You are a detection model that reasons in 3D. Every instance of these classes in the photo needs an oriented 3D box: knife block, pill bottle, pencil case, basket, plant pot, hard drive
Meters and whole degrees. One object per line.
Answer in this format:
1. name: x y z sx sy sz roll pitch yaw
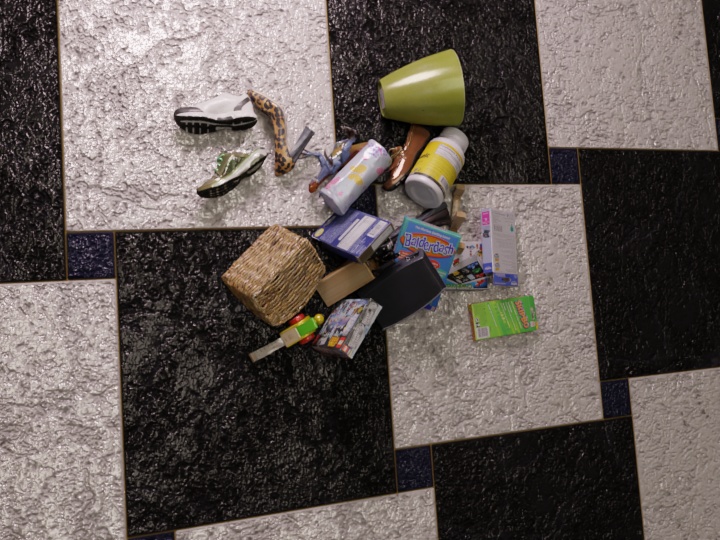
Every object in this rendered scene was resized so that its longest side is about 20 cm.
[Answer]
1. knife block: 0.000 0.000 1.661 0.199 0.175 0.065 -37 97 -19
2. pill bottle: 0.204 -0.271 1.793 0.111 0.111 0.202 38 65 -12
3. pencil case: -0.011 -0.229 1.711 0.083 0.091 0.200 43 83 0
4. basket: -0.199 0.015 1.649 0.201 0.148 0.144 -49 133 -18
5. plant pot: 0.148 -0.453 1.777 0.195 0.187 0.192 -10 88 -5
6. hard drive: 0.103 0.053 1.704 0.198 0.042 0.136 -33 104 8

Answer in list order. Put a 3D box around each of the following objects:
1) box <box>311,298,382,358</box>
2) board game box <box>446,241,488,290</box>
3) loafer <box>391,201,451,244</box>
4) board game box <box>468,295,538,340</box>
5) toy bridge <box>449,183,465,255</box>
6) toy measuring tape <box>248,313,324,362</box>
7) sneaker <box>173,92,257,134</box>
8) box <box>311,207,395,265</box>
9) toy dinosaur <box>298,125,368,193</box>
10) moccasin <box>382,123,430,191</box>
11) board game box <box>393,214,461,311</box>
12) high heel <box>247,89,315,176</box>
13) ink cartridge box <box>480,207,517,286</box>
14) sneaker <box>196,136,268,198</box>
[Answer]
1. box: -0.036 0.133 1.621 0.040 0.199 0.139 36 74 -17
2. board game box: 0.244 -0.012 1.825 0.195 0.035 0.130 1 84 -20
3. loafer: 0.157 -0.108 1.788 0.198 0.072 0.064 -32 99 -23
4. board game box: 0.387 0.127 1.867 0.195 0.030 0.098 -7 87 -18
5. toy bridge: 0.254 -0.130 1.819 0.027 0.068 0.204 9 60 -7
6. toy measuring tape: -0.173 0.158 1.655 0.197 0.074 0.075 -30 94 3
7. sneaker: -0.346 -0.376 1.641 0.196 0.074 0.082 -7 72 -25
8. box: -0.021 -0.089 1.670 0.121 0.198 0.033 -46 130 -16
9. toy dinosaur: -0.059 -0.265 1.719 0.197 0.105 0.185 20 96 -27
10. moccasin: 0.107 -0.293 1.786 0.077 0.074 0.204 31 78 -4
11. board game box: 0.149 -0.017 1.732 0.149 0.045 0.204 17 103 -6
12. high heel: -0.225 -0.335 1.683 0.198 0.071 0.144 37 96 2
13. ink cartridge box: 0.372 -0.059 1.853 0.118 0.041 0.206 4 80 -44
14. sneaker: -0.316 -0.246 1.638 0.199 0.077 0.089 -39 84 -24
